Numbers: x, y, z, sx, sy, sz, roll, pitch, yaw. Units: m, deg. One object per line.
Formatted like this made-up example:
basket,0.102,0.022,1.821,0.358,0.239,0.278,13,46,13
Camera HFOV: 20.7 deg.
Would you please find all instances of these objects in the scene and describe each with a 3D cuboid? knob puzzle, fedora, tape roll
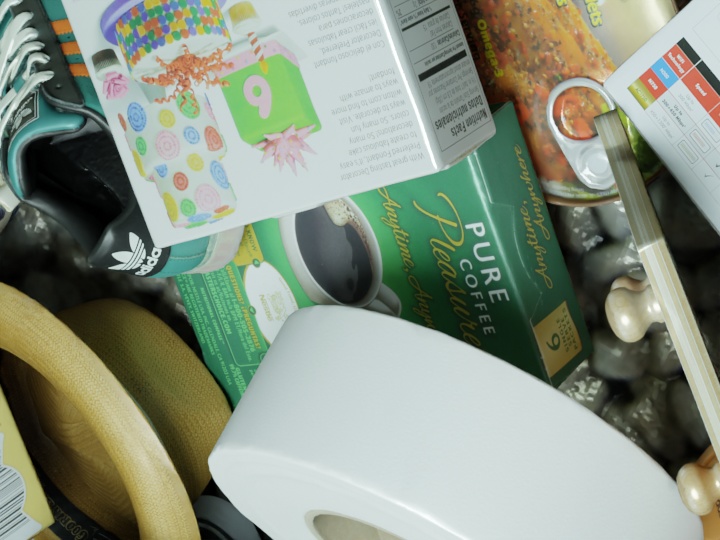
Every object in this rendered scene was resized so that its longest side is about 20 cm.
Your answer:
knob puzzle,0.119,0.030,0.763,0.030,0.220,0.221,-21,101,9
fedora,-0.123,0.073,0.961,0.200,0.082,0.202,35,142,32
tape roll,0.039,0.098,0.817,0.201,0.071,0.203,26,160,10

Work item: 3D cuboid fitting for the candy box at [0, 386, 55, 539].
candy box,-0.226,0.038,0.935,0.116,0.056,0.201,17,134,46

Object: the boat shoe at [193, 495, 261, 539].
boat shoe,-0.111,0.207,1.034,0.073,0.068,0.200,35,121,8

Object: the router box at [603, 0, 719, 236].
router box,0.213,-0.049,0.689,0.179,0.049,0.201,-42,65,17

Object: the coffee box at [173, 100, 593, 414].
coffee box,0.000,0.000,0.891,0.199,0.044,0.124,-9,107,41

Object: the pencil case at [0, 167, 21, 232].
pencil case,-0.248,-0.078,0.976,0.200,0.078,0.090,41,147,6

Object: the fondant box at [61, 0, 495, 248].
fondant box,-0.048,-0.123,0.788,0.143,0.058,0.202,-14,101,32

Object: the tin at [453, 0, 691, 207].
tin,0.078,-0.126,0.829,0.111,0.042,0.201,-13,105,33

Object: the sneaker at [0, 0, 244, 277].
sneaker,-0.133,-0.077,0.895,0.200,0.080,0.072,51,123,26

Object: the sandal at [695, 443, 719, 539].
sandal,0.191,0.056,0.818,0.059,0.080,0.207,18,130,-34
